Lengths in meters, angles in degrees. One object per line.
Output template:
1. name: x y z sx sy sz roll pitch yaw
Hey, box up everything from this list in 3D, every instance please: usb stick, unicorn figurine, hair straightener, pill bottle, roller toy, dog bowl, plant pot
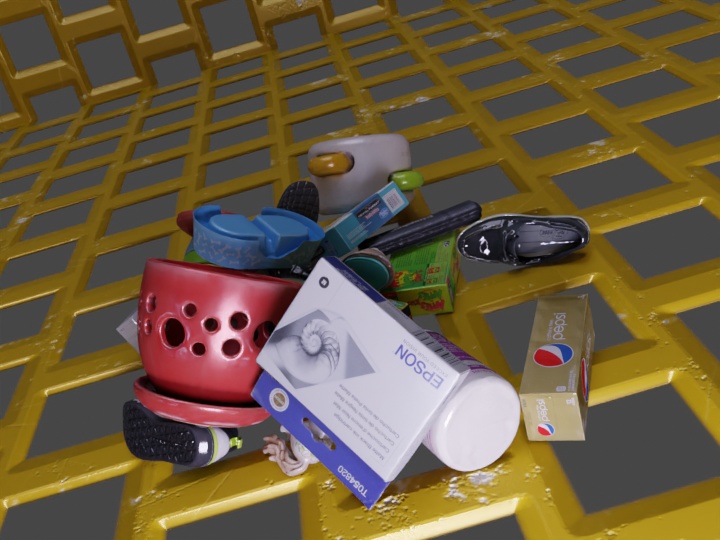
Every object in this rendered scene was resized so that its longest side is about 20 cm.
1. usb stick: 0.093 -0.062 1.329 0.199 0.033 0.055 -21 23 -7
2. unicorn figurine: -0.034 0.158 1.008 0.201 0.074 0.137 -63 28 7
3. hair straightener: -0.056 0.001 1.175 0.077 0.041 0.200 25 -2 -5
4. pill bottle: 0.083 0.135 0.985 0.112 0.113 0.200 -26 29 -19
5. roller toy: -0.001 -0.175 1.521 0.199 0.141 0.182 -8 4 -11
6. dog bowl: -0.143 -0.044 1.193 0.199 0.050 0.111 -2 29 -41
7. plant pot: -0.179 0.087 1.062 0.199 0.184 0.200 10 3 -1

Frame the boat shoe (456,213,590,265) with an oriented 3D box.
1. boat shoe: 0.240 -0.041 1.270 0.198 0.075 0.066 0 18 10

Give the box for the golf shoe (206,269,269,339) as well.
1. golf shoe: -0.163 0.020 1.242 0.092 0.073 0.201 23 47 -9

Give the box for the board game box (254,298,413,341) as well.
1. board game box: -0.050 0.093 1.199 0.199 0.057 0.165 10 37 41

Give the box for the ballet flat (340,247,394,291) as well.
1. ballet flat: 0.000 0.000 1.263 0.067 0.068 0.200 -41 12 -34

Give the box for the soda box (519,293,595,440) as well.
1. soda box: 0.233 0.107 1.002 0.064 0.068 0.200 -6 29 21

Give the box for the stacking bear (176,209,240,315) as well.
1. stacking bear: -0.231 0.018 1.331 0.113 0.122 0.201 -8 58 23

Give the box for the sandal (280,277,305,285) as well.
1. sandal: -0.046 0.058 1.128 0.200 0.080 0.058 21 82 39

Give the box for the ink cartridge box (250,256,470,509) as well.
1. ink cartridge box: -0.016 0.121 0.909 0.199 0.201 0.041 38 19 20

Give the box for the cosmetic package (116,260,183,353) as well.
1. cosmetic package: -0.295 0.057 1.362 0.051 0.083 0.200 -34 13 36

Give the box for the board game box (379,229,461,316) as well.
1. board game box: 0.096 -0.004 1.307 0.101 0.048 0.200 -9 28 16

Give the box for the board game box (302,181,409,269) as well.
1. board game box: -0.034 -0.055 1.378 0.151 0.047 0.200 -40 6 -38

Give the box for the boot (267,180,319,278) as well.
1. boot: -0.132 -0.051 1.341 0.069 0.201 0.132 14 7 -27

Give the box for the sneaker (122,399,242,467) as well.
1. sneaker: -0.228 0.209 1.095 0.199 0.072 0.083 10 9 42
